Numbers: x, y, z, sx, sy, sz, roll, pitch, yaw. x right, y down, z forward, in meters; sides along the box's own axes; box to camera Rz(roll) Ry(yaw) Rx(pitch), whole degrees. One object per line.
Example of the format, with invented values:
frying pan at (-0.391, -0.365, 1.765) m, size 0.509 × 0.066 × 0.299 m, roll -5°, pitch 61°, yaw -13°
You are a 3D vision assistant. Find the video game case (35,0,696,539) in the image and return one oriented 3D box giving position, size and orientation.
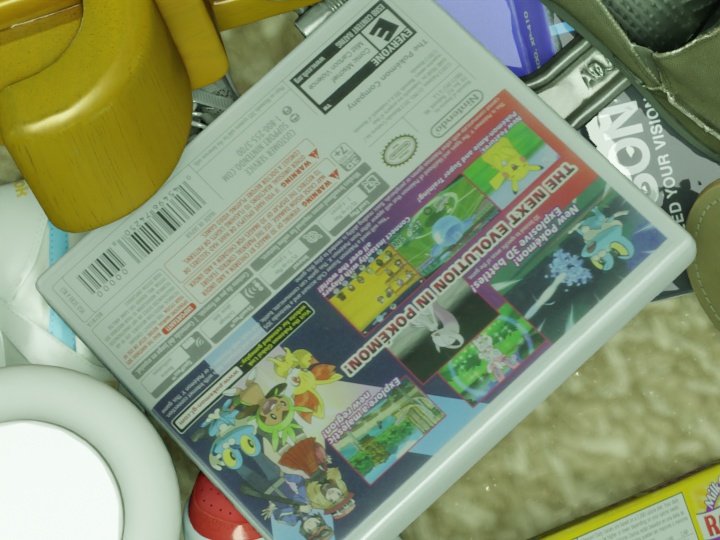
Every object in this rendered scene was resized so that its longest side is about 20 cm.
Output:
video game case at (0.000, 0.000, 1.128) m, size 0.200 × 0.023 × 0.182 m, roll -42°, pitch 65°, yaw -7°

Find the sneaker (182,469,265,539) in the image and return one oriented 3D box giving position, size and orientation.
sneaker at (-0.004, 0.032, 1.158) m, size 0.071 × 0.113 × 0.200 m, roll 23°, pitch 43°, yaw 27°

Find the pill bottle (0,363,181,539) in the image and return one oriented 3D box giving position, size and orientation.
pill bottle at (-0.123, 0.091, 1.075) m, size 0.111 × 0.200 × 0.111 m, roll 0°, pitch 88°, yaw -4°

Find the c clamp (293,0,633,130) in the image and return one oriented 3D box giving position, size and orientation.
c clamp at (0.062, -0.142, 1.207) m, size 0.200 × 0.027 × 0.171 m, roll -34°, pitch 90°, yaw 0°

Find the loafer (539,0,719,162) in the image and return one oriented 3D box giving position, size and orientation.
loafer at (0.142, -0.094, 1.173) m, size 0.200 × 0.070 × 0.075 m, roll 32°, pitch 95°, yaw -13°

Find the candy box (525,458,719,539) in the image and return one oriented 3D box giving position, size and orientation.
candy box at (0.125, 0.145, 1.193) m, size 0.200 × 0.026 × 0.102 m, roll -18°, pitch 88°, yaw -36°

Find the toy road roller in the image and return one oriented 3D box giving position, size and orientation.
toy road roller at (-0.088, -0.105, 1.124) m, size 0.200 × 0.123 × 0.146 m, roll -18°, pitch 62°, yaw 2°

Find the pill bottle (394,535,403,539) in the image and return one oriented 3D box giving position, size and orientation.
pill bottle at (-0.052, 0.186, 1.195) m, size 0.200 × 0.111 × 0.111 m, roll -35°, pitch 90°, yaw -2°

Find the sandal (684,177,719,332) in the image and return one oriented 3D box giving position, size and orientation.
sandal at (0.202, 0.016, 1.206) m, size 0.070 × 0.078 × 0.212 m, roll -57°, pitch 132°, yaw -33°

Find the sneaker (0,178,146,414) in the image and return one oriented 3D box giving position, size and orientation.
sneaker at (-0.119, 0.057, 1.214) m, size 0.081 × 0.077 × 0.200 m, roll -15°, pitch 91°, yaw -3°

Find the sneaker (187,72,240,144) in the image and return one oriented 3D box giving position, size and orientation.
sneaker at (-0.078, -0.064, 1.213) m, size 0.075 × 0.082 × 0.200 m, roll -43°, pitch 88°, yaw -3°

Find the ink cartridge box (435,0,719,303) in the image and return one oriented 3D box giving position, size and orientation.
ink cartridge box at (0.130, -0.087, 1.242) m, size 0.200 × 0.043 × 0.198 m, roll -14°, pitch 89°, yaw -1°
